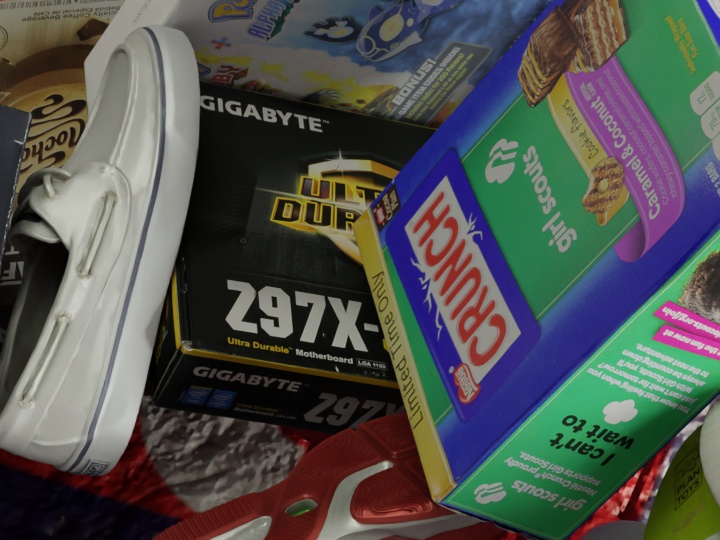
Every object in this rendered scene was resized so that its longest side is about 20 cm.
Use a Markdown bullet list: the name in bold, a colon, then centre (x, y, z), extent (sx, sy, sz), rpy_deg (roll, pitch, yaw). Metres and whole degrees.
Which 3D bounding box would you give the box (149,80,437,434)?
- **box**: centre (0.000, 0.000, 1.176), extent (0.200, 0.049, 0.160), rpy_deg (11, 50, -20)

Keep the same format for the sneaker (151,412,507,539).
- **sneaker**: centre (-0.001, 0.138, 1.104), extent (0.200, 0.116, 0.078), rpy_deg (-17, 32, -22)

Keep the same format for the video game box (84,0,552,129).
- **video game box**: centre (-0.007, -0.117, 1.188), extent (0.182, 0.200, 0.047), rpy_deg (11, 56, -24)

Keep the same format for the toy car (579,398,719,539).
- **toy car**: centre (0.176, 0.152, 1.027), extent (0.150, 0.175, 0.200), rpy_deg (15, 48, -21)

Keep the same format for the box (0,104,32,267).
- **box**: centre (-0.233, 0.027, 1.125), extent (0.104, 0.200, 0.183), rpy_deg (16, 71, -21)

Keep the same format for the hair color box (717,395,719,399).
- **hair color box**: centre (0.169, -0.017, 1.144), extent (0.064, 0.111, 0.200), rpy_deg (-18, 58, -21)

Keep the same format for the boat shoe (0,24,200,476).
- **boat shoe**: centre (-0.120, -0.015, 1.115), extent (0.066, 0.072, 0.200), rpy_deg (16, 82, -25)

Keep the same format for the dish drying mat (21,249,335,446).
- **dish drying mat**: centre (-0.052, 0.022, 1.178), extent (0.200, 0.018, 0.077), rpy_deg (34, 48, -2)

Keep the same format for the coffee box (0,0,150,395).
- **coffee box**: centre (-0.139, -0.038, 1.272), extent (0.113, 0.080, 0.200), rpy_deg (-4, 52, 6)

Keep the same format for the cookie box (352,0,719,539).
- **cookie box**: centre (0.097, -0.017, 1.044), extent (0.200, 0.075, 0.171), rpy_deg (-48, 37, 27)
